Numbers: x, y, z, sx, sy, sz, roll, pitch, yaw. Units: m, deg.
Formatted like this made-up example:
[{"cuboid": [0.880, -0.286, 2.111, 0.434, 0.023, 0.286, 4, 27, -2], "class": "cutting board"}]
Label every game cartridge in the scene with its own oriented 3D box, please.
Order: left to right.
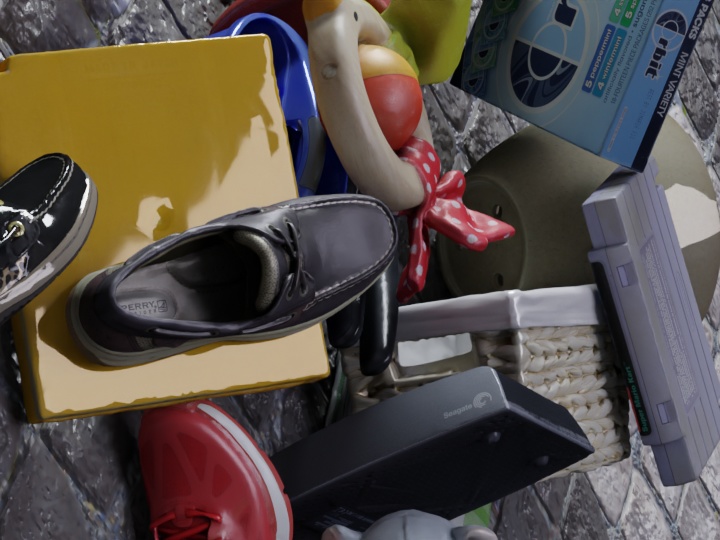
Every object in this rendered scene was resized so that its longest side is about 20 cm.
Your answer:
[{"cuboid": [-0.116, -0.026, 1.424, 0.175, 0.032, 0.201, -7, 82, -26], "class": "game cartridge"}, {"cuboid": [0.198, 0.033, 1.736, 0.130, 0.038, 0.201, -36, 111, -62], "class": "game cartridge"}]

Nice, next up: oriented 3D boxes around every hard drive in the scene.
[{"cuboid": [0.026, 0.119, 1.544, 0.135, 0.199, 0.043, 28, 42, -55], "class": "hard drive"}]

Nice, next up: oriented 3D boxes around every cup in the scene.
[{"cuboid": [0.140, -0.024, 1.859, 0.143, 0.200, 0.201, -5, 81, -37], "class": "cup"}]

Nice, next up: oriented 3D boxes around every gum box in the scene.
[{"cuboid": [0.157, -0.177, 1.779, 0.044, 0.200, 0.171, 17, 99, -32], "class": "gum box"}]

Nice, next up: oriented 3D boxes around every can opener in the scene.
[{"cuboid": [0.000, 0.000, 1.613, 0.063, 0.079, 0.200, 31, 25, -25], "class": "can opener"}]

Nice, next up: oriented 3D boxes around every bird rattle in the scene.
[{"cuboid": [0.010, -0.087, 1.538, 0.163, 0.112, 0.201, 27, 56, -60], "class": "bird rattle"}]

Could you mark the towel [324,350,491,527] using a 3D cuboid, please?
[{"cuboid": [0.034, 0.129, 1.740, 0.200, 0.031, 0.150, 52, 38, -42], "class": "towel"}]

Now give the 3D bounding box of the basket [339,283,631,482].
[{"cuboid": [0.089, 0.078, 1.686, 0.200, 0.135, 0.124, -4, 86, -63], "class": "basket"}]

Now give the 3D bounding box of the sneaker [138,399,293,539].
[{"cuboid": [-0.086, 0.176, 1.435, 0.201, 0.078, 0.116, 67, 28, -15], "class": "sneaker"}]

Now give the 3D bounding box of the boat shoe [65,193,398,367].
[{"cuboid": [-0.060, 0.002, 1.390, 0.199, 0.065, 0.072, -15, 87, -26], "class": "boat shoe"}]

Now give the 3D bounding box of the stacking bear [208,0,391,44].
[{"cuboid": [-0.016, -0.202, 1.705, 0.121, 0.114, 0.200, 37, 34, -22], "class": "stacking bear"}]

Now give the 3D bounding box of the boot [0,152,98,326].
[{"cuboid": [-0.221, -0.042, 1.281, 0.200, 0.073, 0.151, -49, 121, -42], "class": "boot"}]

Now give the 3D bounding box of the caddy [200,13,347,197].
[{"cuboid": [-0.066, -0.058, 1.545, 0.141, 0.105, 0.201, 46, 40, -43], "class": "caddy"}]

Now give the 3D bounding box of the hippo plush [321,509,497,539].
[{"cuboid": [0.055, 0.214, 1.508, 0.161, 0.158, 0.201, 90, 2, -46], "class": "hippo plush"}]
